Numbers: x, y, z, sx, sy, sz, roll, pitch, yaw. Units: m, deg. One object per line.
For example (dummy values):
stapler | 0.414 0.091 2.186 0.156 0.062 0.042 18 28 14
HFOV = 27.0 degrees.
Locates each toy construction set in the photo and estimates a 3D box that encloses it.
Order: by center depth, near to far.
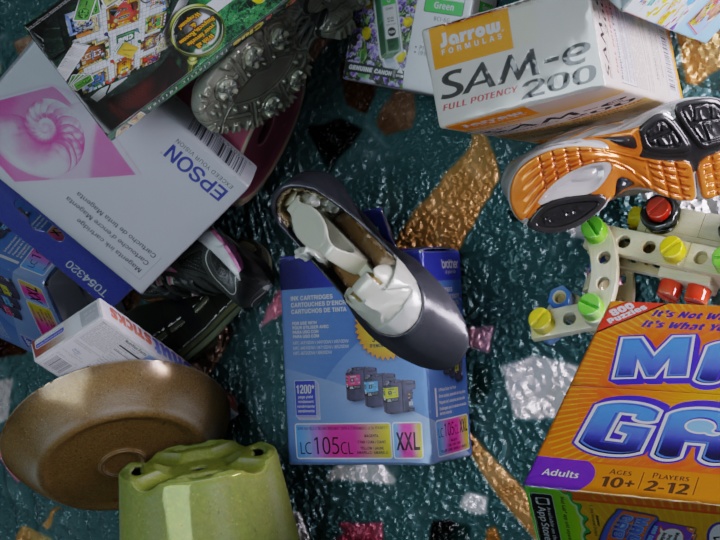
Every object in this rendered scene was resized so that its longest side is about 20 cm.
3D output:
toy construction set | 0.233 0.019 1.098 0.198 0.092 0.132 18 75 19

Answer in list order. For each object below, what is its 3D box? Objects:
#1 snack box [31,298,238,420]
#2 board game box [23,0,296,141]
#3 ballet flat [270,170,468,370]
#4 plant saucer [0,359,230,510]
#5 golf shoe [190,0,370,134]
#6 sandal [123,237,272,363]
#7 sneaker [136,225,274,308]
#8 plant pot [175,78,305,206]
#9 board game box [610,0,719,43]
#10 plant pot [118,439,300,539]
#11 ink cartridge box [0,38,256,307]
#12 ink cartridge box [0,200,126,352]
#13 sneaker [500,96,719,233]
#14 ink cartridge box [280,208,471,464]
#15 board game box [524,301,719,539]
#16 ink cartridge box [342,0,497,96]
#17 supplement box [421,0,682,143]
snack box | -0.185 0.093 1.260 0.072 0.200 0.024 -32 50 12
board game box | -0.136 -0.196 1.101 0.199 0.023 0.105 -38 83 -9
ballet flat | 0.000 0.000 1.136 0.200 0.073 0.073 49 111 21
plant saucer | -0.204 0.151 1.273 0.200 0.200 0.036 -37 49 23
golf shoe | -0.079 -0.187 1.177 0.097 0.079 0.200 23 57 32
sandal | -0.152 0.053 1.323 0.200 0.057 0.080 -36 56 9
sneaker | -0.151 -0.004 1.277 0.200 0.080 0.087 32 89 50
plant pot | -0.152 -0.150 1.255 0.178 0.200 0.201 28 104 9
board game box | 0.214 -0.240 1.042 0.105 0.199 0.103 -48 70 20
plant pot | -0.119 0.241 1.212 0.198 0.200 0.186 -3 98 28
ink cartridge box | -0.218 -0.076 1.187 0.196 0.043 0.200 40 117 -16
ink cartridge box | -0.322 -0.001 1.364 0.199 0.137 0.077 22 56 27
sneaker | 0.194 -0.086 1.097 0.198 0.092 0.077 -12 106 -7
ink cartridge box | 0.010 0.054 1.219 0.135 0.076 0.202 -4 87 28
board game box | 0.247 0.162 0.991 0.198 0.200 0.202 2 124 28
ink cartridge box | 0.057 -0.244 1.210 0.108 0.050 0.202 13 98 28
supplement box | 0.144 -0.143 1.081 0.125 0.199 0.074 -12 85 28
